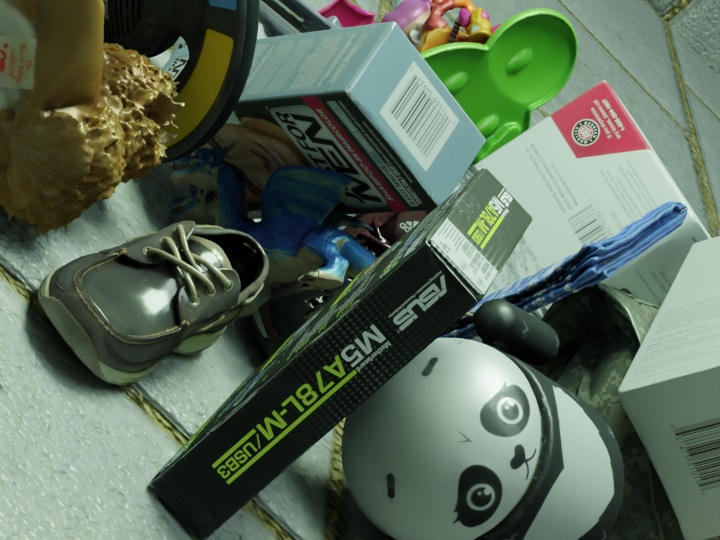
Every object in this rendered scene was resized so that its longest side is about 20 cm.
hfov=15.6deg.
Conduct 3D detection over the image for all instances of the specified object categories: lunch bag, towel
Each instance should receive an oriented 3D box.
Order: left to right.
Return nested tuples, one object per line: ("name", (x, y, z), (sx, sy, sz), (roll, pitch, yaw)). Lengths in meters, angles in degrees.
("towel", (0.095, 0.012, 1.622), (0.145, 0.200, 0.024), (-29, 93, -58))
("lunch bag", (0.170, 0.112, 1.666), (0.164, 0.117, 0.200), (21, 63, -58))

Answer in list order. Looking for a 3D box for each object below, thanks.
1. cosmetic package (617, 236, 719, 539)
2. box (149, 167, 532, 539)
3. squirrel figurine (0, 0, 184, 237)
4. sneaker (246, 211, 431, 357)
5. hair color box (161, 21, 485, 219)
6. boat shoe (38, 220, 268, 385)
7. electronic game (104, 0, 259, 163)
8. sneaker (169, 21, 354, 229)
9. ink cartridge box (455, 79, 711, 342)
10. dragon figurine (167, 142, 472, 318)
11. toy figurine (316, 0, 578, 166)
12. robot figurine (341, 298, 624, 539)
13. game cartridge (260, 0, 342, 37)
("cosmetic package", (0.235, 0.062, 1.609), (0.113, 0.081, 0.200), (64, 28, -16))
("box", (-0.005, 0.039, 1.361), (0.048, 0.193, 0.200), (46, 16, -1))
("squirrel figurine", (-0.188, -0.120, 1.414), (0.200, 0.141, 0.187), (58, 2, -20))
("sneaker", (0.000, 0.000, 1.591), (0.076, 0.115, 0.200), (46, 17, -10))
("hair color box", (-0.034, -0.085, 1.559), (0.099, 0.200, 0.061), (50, 59, -29))
("boat shoe", (-0.105, 0.005, 1.388), (0.075, 0.073, 0.200), (50, 16, 4))
("electronic game", (-0.129, -0.159, 1.495), (0.042, 0.200, 0.200), (-12, 59, -44))
("sneaker", (-0.052, -0.101, 1.754), (0.200, 0.075, 0.115), (33, 25, -36))
("ink cartridge box", (0.125, -0.009, 1.775), (0.083, 0.200, 0.145), (48, 11, -50))
("dragon figurine", (-0.030, -0.023, 1.520), (0.059, 0.200, 0.100), (66, 33, -53))
("toy figurine", (0.037, -0.156, 1.959), (0.150, 0.200, 0.184), (48, 0, -43))
("robot figurine", (0.075, 0.112, 1.492), (0.200, 0.125, 0.150), (32, 29, -54))
("game cartridge", (-0.045, -0.155, 1.817), (0.200, 0.038, 0.130), (42, -9, 39))
